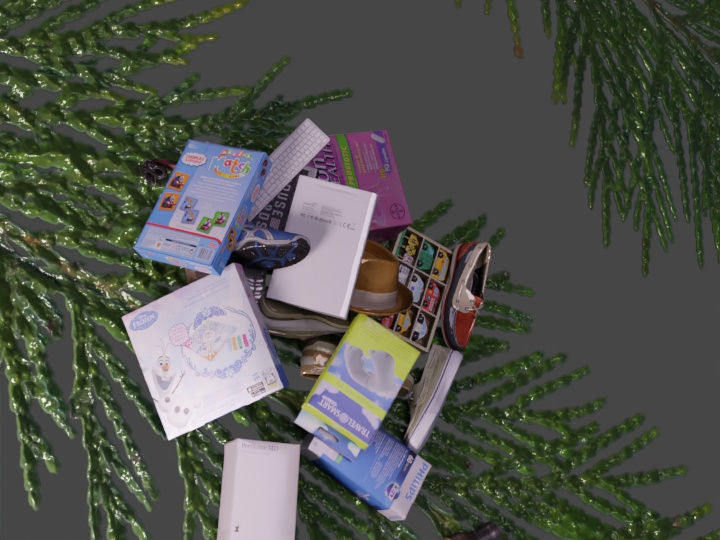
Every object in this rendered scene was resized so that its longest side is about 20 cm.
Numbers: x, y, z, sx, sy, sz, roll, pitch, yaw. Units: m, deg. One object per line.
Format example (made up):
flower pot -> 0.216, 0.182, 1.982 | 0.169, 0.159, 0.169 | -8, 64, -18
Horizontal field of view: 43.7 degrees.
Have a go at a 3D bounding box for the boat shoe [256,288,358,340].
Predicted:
boat shoe -> -0.087, 0.074, 1.478 | 0.197, 0.069, 0.076 | 10, 48, -30

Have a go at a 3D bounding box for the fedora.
fedora -> 0.000, 0.000, 1.477 | 0.197, 0.201, 0.083 | 6, 115, -23

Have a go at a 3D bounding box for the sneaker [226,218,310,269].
sneaker -> -0.173, -0.048, 1.380 | 0.196, 0.076, 0.078 | 1, 60, 8

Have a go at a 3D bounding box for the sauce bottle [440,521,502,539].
sauce bottle -> 0.146, 0.470, 1.462 | 0.197, 0.065, 0.066 | -18, 81, -27

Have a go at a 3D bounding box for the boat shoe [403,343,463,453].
boat shoe -> 0.113, 0.218, 1.535 | 0.061, 0.072, 0.202 | 22, 59, 11

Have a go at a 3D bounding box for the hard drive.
hard drive -> -0.059, -0.037, 1.410 | 0.129, 0.027, 0.204 | 14, 79, 5

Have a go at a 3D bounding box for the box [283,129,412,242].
box -> -0.033, -0.137, 1.554 | 0.197, 0.097, 0.179 | -9, 78, -26

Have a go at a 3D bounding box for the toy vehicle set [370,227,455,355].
toy vehicle set -> 0.092, 0.032, 1.597 | 0.123, 0.026, 0.203 | 27, 65, -15

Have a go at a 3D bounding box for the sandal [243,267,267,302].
sandal -> -0.181, -0.027, 1.483 | 0.081, 0.050, 0.206 | 14, 80, -4

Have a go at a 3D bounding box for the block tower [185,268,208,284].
block tower -> -0.237, 0.044, 1.429 | 0.057, 0.054, 0.204 | -11, 79, -27

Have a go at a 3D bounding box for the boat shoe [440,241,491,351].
boat shoe -> 0.192, 0.045, 1.604 | 0.071, 0.062, 0.204 | 26, 69, -45

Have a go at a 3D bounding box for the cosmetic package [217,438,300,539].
cosmetic package -> -0.155, 0.362, 1.348 | 0.106, 0.085, 0.204 | 8, 72, -20

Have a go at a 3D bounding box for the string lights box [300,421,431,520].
string lights box -> 0.008, 0.306, 1.454 | 0.199, 0.059, 0.103 | 38, 63, -9

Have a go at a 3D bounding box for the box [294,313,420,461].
box -> -0.004, 0.183, 1.421 | 0.121, 0.048, 0.202 | 33, 67, -3

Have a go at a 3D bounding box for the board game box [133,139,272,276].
board game box -> -0.239, -0.100, 1.370 | 0.149, 0.037, 0.203 | 12, 68, 25

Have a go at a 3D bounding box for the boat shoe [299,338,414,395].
boat shoe -> -0.008, 0.180, 1.478 | 0.197, 0.072, 0.077 | 17, 54, -8

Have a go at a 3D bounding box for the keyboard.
keyboard -> -0.136, -0.158, 1.447 | 0.056, 0.011, 0.200 | 43, 84, 11

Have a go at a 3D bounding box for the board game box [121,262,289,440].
board game box -> -0.234, 0.122, 1.353 | 0.197, 0.043, 0.202 | -24, 84, 8

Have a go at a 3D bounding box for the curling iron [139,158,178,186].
curling iron -> -0.263, -0.153, 1.448 | 0.196, 0.026, 0.050 | 6, 66, 8

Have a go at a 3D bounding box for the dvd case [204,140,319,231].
dvd case -> -0.180, -0.116, 1.459 | 0.196, 0.025, 0.153 | 14, 80, 8
